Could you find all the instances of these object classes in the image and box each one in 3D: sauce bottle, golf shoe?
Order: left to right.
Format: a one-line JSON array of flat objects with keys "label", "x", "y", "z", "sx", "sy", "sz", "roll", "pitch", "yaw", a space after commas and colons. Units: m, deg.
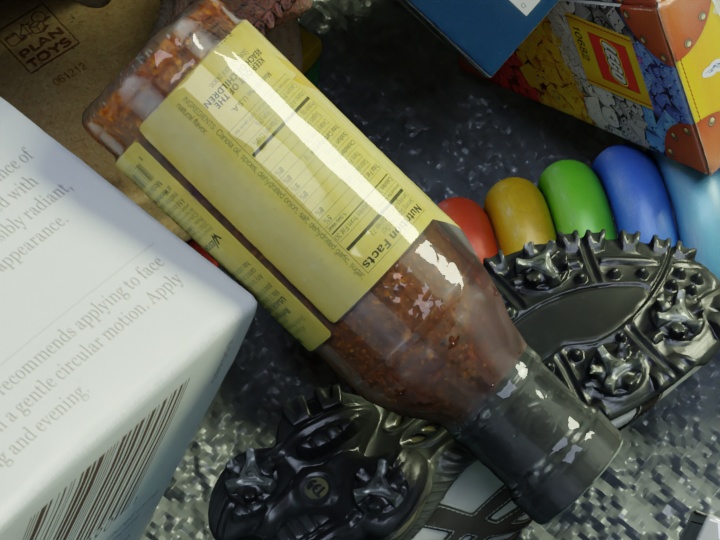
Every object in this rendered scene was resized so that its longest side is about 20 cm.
[{"label": "sauce bottle", "x": 0.000, "y": 0.000, "z": 0.964, "sx": 0.200, "sy": 0.066, "sz": 0.066, "roll": 46, "pitch": 68, "yaw": -5}, {"label": "golf shoe", "x": 0.041, "y": 0.058, "z": 1.044, "sx": 0.199, "sy": 0.095, "sz": 0.078, "roll": -28, "pitch": 58, "yaw": -9}]

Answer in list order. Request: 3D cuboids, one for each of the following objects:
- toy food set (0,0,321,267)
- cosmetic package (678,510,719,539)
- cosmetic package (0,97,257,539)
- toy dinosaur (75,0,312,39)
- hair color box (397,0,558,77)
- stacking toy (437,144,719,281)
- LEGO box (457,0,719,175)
[{"label": "toy food set", "x": -0.117, "y": -0.069, "z": 1.093, "sx": 0.197, "sy": 0.049, "sz": 0.200, "roll": 30, "pitch": 61, "yaw": 18}, {"label": "cosmetic package", "x": 0.197, "y": 0.146, "z": 1.027, "sx": 0.199, "sy": 0.083, "sz": 0.051, "roll": 25, "pitch": 90, "yaw": 4}, {"label": "cosmetic package", "x": -0.176, "y": 0.039, "z": 0.960, "sx": 0.200, "sy": 0.165, "sz": 0.165, "roll": 38, "pitch": 42, "yaw": 10}, {"label": "toy dinosaur", "x": -0.028, "y": -0.130, "z": 0.998, "sx": 0.135, "sy": 0.086, "sz": 0.201, "roll": 16, "pitch": 87, "yaw": 22}, {"label": "hair color box", "x": 0.015, "y": -0.162, "z": 1.081, "sx": 0.100, "sy": 0.060, "sz": 0.200, "roll": -48, "pitch": 41, "yaw": 4}, {"label": "stacking toy", "x": 0.075, "y": -0.005, "z": 1.090, "sx": 0.199, "sy": 0.085, "sz": 0.086, "roll": -12, "pitch": 69, "yaw": -4}, {"label": "LEGO box", "x": 0.141, "y": -0.141, "z": 1.109, "sx": 0.200, "sy": 0.077, "sz": 0.149, "roll": -38, "pitch": 37, "yaw": -20}]
